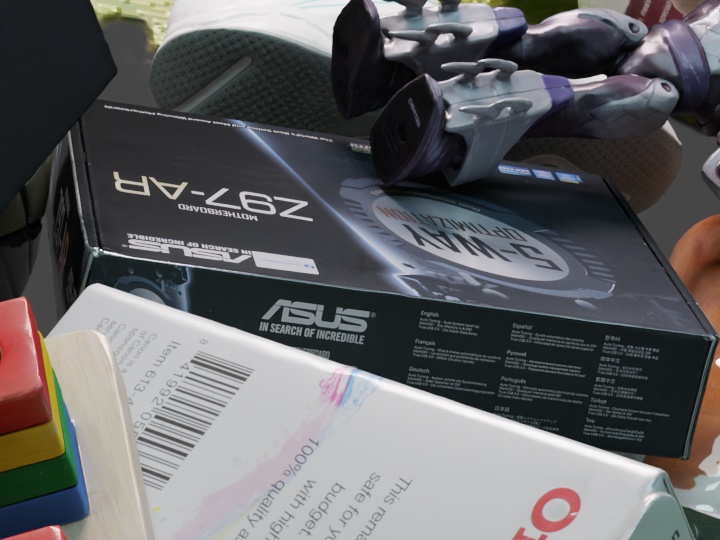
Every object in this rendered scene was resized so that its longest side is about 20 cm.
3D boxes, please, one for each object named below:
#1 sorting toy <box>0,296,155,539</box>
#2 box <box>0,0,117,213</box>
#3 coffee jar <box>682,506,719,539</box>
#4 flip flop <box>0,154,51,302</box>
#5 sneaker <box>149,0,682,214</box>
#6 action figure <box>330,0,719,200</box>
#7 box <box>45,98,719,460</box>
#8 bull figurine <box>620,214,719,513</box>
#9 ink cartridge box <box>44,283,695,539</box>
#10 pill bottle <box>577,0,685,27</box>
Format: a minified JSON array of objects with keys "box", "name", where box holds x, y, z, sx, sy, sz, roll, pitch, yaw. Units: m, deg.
[{"box":[-0.146,0.094,0.700,0.198,0.070,0.200,-15,44,-1],"name":"sorting toy"},{"box":[-0.194,-0.046,0.877,0.199,0.079,0.141,-4,33,27],"name":"box"},{"box":[0.095,0.116,0.888,0.199,0.085,0.105,14,83,-10],"name":"coffee jar"},{"box":[-0.163,0.003,0.924,0.057,0.081,0.200,27,44,23],"name":"flip flop"},{"box":[0.024,-0.074,1.096,0.199,0.071,0.080,15,37,-8],"name":"sneaker"},{"box":[0.095,-0.069,1.022,0.199,0.069,0.130,-8,53,-23],"name":"action figure"},{"box":[0.000,0.000,0.968,0.199,0.044,0.160,8,19,-10],"name":"box"},{"box":[0.145,0.039,1.009,0.121,0.065,0.200,-5,34,10],"name":"bull figurine"},{"box":[-0.026,0.103,0.767,0.200,0.083,0.146,17,58,37],"name":"ink cartridge box"},{"box":[0.156,-0.119,1.175,0.200,0.110,0.110,30,40,8],"name":"pill bottle"}]
